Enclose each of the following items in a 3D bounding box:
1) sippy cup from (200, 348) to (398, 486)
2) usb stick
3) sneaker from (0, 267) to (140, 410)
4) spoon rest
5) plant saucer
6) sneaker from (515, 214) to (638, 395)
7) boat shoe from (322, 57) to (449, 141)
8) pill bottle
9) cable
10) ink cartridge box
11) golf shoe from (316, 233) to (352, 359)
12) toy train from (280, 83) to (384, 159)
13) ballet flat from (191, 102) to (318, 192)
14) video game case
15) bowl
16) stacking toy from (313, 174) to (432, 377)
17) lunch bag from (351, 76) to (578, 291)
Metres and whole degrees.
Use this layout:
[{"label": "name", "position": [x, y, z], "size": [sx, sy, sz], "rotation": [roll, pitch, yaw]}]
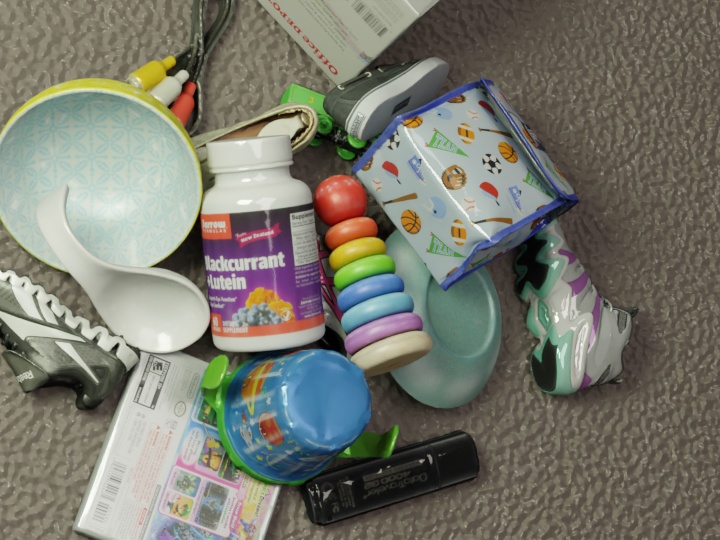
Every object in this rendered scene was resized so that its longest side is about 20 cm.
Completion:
[{"label": "sippy cup", "position": [-0.055, 0.134, 1.441], "size": [0.178, 0.130, 0.140], "rotation": [-14, 83, -27]}, {"label": "usb stick", "position": [0.034, 0.214, 1.540], "size": [0.200, 0.033, 0.056], "rotation": [-13, 91, -26]}, {"label": "sneaker", "position": [-0.310, 0.065, 1.405], "size": [0.200, 0.066, 0.091], "rotation": [33, 65, -16]}, {"label": "spoon rest", "position": [-0.227, 0.008, 1.407], "size": [0.200, 0.099, 0.061], "rotation": [45, 26, -24]}, {"label": "plant saucer", "position": [0.092, 0.043, 1.564], "size": [0.201, 0.039, 0.201], "rotation": [14, 69, -41]}, {"label": "sneaker", "position": [0.251, 0.035, 1.657], "size": [0.140, 0.078, 0.200], "rotation": [-3, 87, -27]}, {"label": "boat shoe", "position": [0.031, -0.194, 1.589], "size": [0.057, 0.069, 0.200], "rotation": [34, 33, 15]}, {"label": "pill bottle", "position": [-0.098, -0.028, 1.442], "size": [0.111, 0.111, 0.200], "rotation": [-9, 97, -25]}, {"label": "cable", "position": [-0.169, -0.214, 1.537], "size": [0.097, 0.050, 0.200], "rotation": [47, 61, -25]}, {"label": "ink cartridge box", "position": [0.012, -0.316, 1.557], "size": [0.147, 0.200, 0.145], "rotation": [48, 61, -6]}, {"label": "golf shoe", "position": [-0.058, 0.014, 1.522], "size": [0.200, 0.073, 0.092], "rotation": [47, 64, -7]}, {"label": "toy train", "position": [0.002, -0.146, 1.605], "size": [0.200, 0.042, 0.057], "rotation": [20, 60, -18]}, {"label": "ballet flat", "position": [-0.131, -0.118, 1.504], "size": [0.200, 0.062, 0.068], "rotation": [-32, 97, -13]}, {"label": "video game case", "position": [-0.164, 0.192, 1.464], "size": [0.182, 0.024, 0.200], "rotation": [24, 69, -17]}, {"label": "bowl", "position": [-0.250, -0.105, 1.435], "size": [0.200, 0.200, 0.108], "rotation": [23, 27, -17]}, {"label": "stacking toy", "position": [0.000, 0.000, 1.475], "size": [0.085, 0.085, 0.200], "rotation": [-14, 76, -25]}, {"label": "lunch bag", "position": [0.125, -0.103, 1.552], "size": [0.200, 0.124, 0.170], "rotation": [-27, 79, -43]}]
